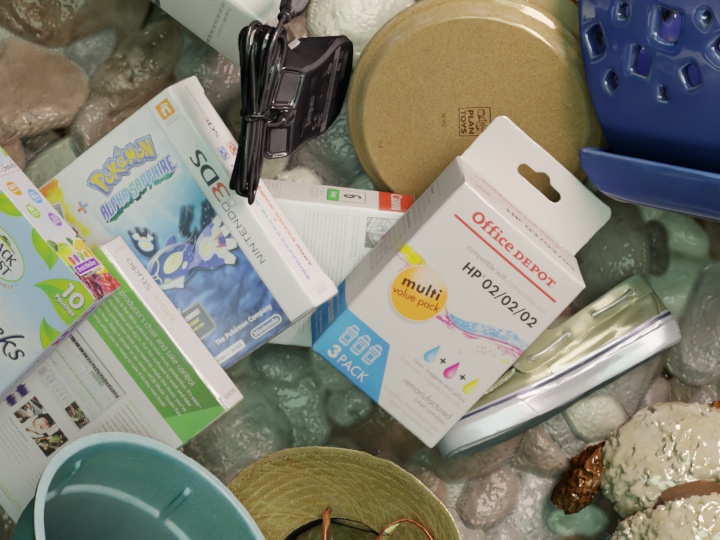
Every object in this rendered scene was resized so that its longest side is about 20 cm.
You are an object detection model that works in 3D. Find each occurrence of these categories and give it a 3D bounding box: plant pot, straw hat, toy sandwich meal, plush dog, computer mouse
[{"bbox_3d":[-0.185,0.246,1.440,0.200,0.200,0.196,45,123,-1],"label":"plant pot"},{"bbox_3d":[-0.012,0.217,1.515,0.200,0.085,0.202,0,90,15],"label":"straw hat"},{"bbox_3d":[0.088,-0.124,1.531,0.204,0.070,0.206,3,117,5],"label":"toy sandwich meal"},{"bbox_3d":[0.271,-0.125,1.451,0.199,0.199,0.181,-1,100,-42],"label":"plant pot"},{"bbox_3d":[0.229,0.176,1.508,0.199,0.161,0.173,-15,66,-2],"label":"plush dog"},{"bbox_3d":[-0.052,-0.144,1.462,0.046,0.200,0.141,16,119,13],"label":"computer mouse"}]

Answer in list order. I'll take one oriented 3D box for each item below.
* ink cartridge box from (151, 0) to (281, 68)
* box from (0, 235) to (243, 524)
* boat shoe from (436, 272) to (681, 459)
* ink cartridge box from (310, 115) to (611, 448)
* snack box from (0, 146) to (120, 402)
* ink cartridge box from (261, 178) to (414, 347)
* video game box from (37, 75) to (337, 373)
[{"bbox_3d":[-0.113,-0.263,1.500,0.200,0.084,0.146,38,66,-1],"label":"ink cartridge box"},{"bbox_3d":[-0.197,0.090,1.497,0.200,0.036,0.145,-37,91,26],"label":"box"},{"bbox_3d":[0.135,0.070,1.539,0.199,0.072,0.062,-27,80,-12],"label":"boat shoe"},{"bbox_3d":[0.072,0.007,1.465,0.115,0.068,0.200,39,103,-13],"label":"ink cartridge box"},{"bbox_3d":[-0.282,0.025,1.456,0.200,0.053,0.142,-42,89,20],"label":"snack box"},{"bbox_3d":[0.000,0.000,1.525,0.199,0.050,0.110,6,107,-2],"label":"ink cartridge box"},{"bbox_3d":[-0.143,-0.006,1.494,0.200,0.047,0.183,-35,88,26],"label":"video game box"}]
